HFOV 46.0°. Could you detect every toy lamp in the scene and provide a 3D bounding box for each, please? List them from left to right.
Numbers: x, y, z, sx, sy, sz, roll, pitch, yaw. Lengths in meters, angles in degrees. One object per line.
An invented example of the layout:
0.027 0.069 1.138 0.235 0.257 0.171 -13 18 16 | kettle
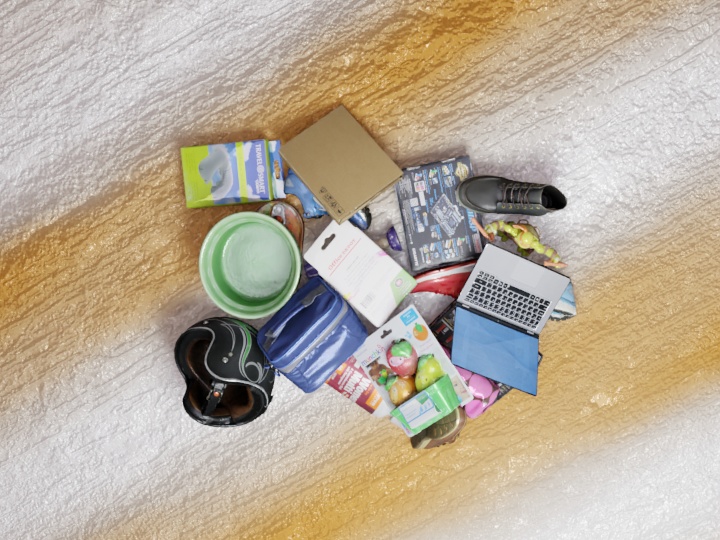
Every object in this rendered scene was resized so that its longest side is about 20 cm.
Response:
-0.017 -0.031 1.687 0.197 0.058 0.059 -22 93 4 | toy lamp

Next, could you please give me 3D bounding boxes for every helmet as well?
-0.265 0.188 1.661 0.196 0.192 0.202 -8 135 -8 | helmet

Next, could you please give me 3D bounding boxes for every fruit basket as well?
0.089 0.192 1.558 0.185 0.094 0.201 -38 89 36 | fruit basket

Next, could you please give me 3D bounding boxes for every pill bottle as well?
0.024 0.220 1.680 0.198 0.110 0.111 33 97 1 | pill bottle

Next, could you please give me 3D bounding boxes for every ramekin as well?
-0.206 -0.014 1.647 0.196 0.098 0.204 0 96 5 | ramekin

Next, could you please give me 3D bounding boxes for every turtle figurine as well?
0.299 -0.066 1.603 0.197 0.161 0.065 24 95 2 | turtle figurine

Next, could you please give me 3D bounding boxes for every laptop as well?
0.275 0.089 1.539 0.185 0.116 0.202 21 110 -16 | laptop

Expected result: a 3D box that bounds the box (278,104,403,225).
-0.038 -0.206 1.631 0.163 0.021 0.201 -36 70 -13 | box

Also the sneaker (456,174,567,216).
0.286 -0.146 1.600 0.196 0.106 0.076 3 89 -13 | sneaker

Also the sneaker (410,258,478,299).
0.190 0.047 1.667 0.196 0.078 0.118 -14 93 7 | sneaker

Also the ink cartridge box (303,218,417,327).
0.000 0.000 1.622 0.200 0.067 0.117 42 92 5 | ink cartridge box

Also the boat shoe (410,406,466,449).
0.162 0.302 1.649 0.066 0.200 0.073 7 64 -18 | boat shoe

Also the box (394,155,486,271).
0.156 -0.112 1.669 0.156 0.046 0.204 -12 94 5 | box

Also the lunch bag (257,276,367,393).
-0.103 0.121 1.603 0.200 0.136 0.133 -44 122 -4 | lunch bag

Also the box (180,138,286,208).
-0.254 -0.194 1.695 0.196 0.048 0.125 -5 95 6 | box

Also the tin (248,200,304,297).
-0.171 -0.039 1.708 0.110 0.042 0.204 6 96 0 | tin

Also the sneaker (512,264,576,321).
0.330 0.030 1.648 0.197 0.078 0.091 20 65 -18 | sneaker

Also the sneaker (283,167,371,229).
-0.067 -0.133 1.678 0.198 0.078 0.090 32 105 9 | sneaker

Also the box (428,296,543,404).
0.230 0.153 1.649 0.199 0.050 0.158 41 131 1 | box

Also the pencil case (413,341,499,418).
0.166 0.205 1.632 0.199 0.091 0.094 36 102 7 | pencil case
